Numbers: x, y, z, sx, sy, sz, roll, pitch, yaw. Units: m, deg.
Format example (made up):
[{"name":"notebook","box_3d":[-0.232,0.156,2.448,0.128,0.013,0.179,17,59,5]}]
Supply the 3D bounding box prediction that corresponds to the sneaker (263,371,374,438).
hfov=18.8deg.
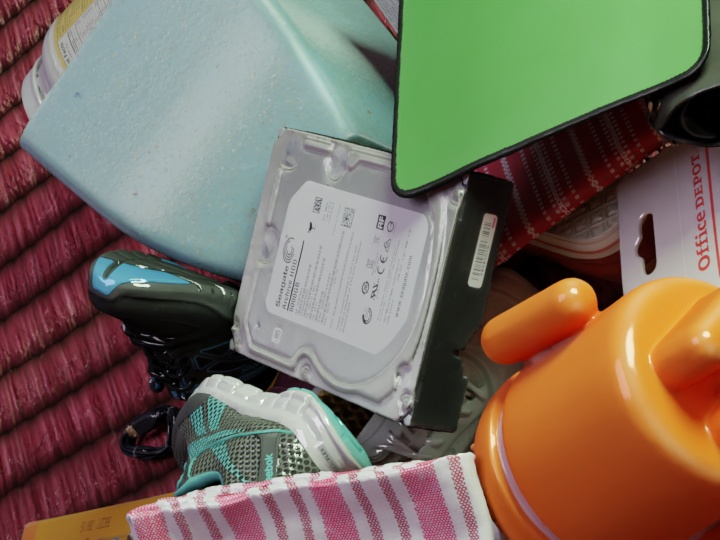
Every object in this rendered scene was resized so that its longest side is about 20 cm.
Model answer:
[{"name":"sneaker","box_3d":[0.002,0.042,1.332,0.200,0.075,0.090,-45,37,22]}]

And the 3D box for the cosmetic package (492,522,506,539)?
[{"name":"cosmetic package","box_3d":[0.046,0.228,1.153,0.151,0.052,0.200,-39,39,30]}]

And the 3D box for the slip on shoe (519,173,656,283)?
[{"name":"slip on shoe","box_3d":[0.106,-0.036,1.252,0.074,0.061,0.200,-54,34,-9]}]

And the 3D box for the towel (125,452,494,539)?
[{"name":"towel","box_3d":[-0.020,0.176,1.096,0.200,0.030,0.146,-11,90,27]}]

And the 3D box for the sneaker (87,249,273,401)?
[{"name":"sneaker","box_3d":[-0.103,0.042,1.329,0.073,0.200,0.082,25,90,32]}]

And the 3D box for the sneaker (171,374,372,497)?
[{"name":"sneaker","box_3d":[-0.075,0.112,1.217,0.091,0.078,0.200,-42,12,-21]}]

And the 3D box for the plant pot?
[{"name":"plant pot","box_3d":[-0.057,-0.080,1.408,0.196,0.196,0.200,-53,53,13]}]

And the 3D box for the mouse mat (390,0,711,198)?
[{"name":"mouse mat","box_3d":[0.095,-0.133,1.128,0.200,0.008,0.161,-21,51,34]}]

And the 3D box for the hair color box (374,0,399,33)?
[{"name":"hair color box","box_3d":[0.085,-0.191,1.264,0.064,0.111,0.200,-31,-7,-31]}]

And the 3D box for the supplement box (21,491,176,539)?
[{"name":"supplement box","box_3d":[-0.153,0.195,1.442,0.200,0.069,0.067,-18,53,49]}]

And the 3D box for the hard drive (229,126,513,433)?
[{"name":"hard drive","box_3d":[0.000,0.000,1.211,0.200,0.038,0.140,20,98,57]}]

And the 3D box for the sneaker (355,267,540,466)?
[{"name":"sneaker","box_3d":[0.039,0.088,1.224,0.200,0.075,0.081,-57,-8,17]}]

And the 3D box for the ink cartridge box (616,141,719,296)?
[{"name":"ink cartridge box","box_3d":[0.224,-0.036,1.085,0.200,0.067,0.117,-33,41,37]}]

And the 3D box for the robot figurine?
[{"name":"robot figurine","box_3d":[0.133,0.080,1.053,0.200,0.144,0.117,-40,39,47]}]

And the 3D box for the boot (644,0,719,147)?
[{"name":"boot","box_3d":[0.137,-0.104,1.109,0.200,0.077,0.138,-20,35,32]}]

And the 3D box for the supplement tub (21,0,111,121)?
[{"name":"supplement tub","box_3d":[-0.146,-0.169,1.627,0.200,0.145,0.145,-43,37,28]}]

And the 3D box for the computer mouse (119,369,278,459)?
[{"name":"computer mouse","box_3d":[-0.109,0.078,1.496,0.200,0.034,0.059,-36,41,35]}]

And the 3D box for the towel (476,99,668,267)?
[{"name":"towel","box_3d":[0.096,-0.069,1.224,0.200,0.022,0.145,-37,35,17]}]
